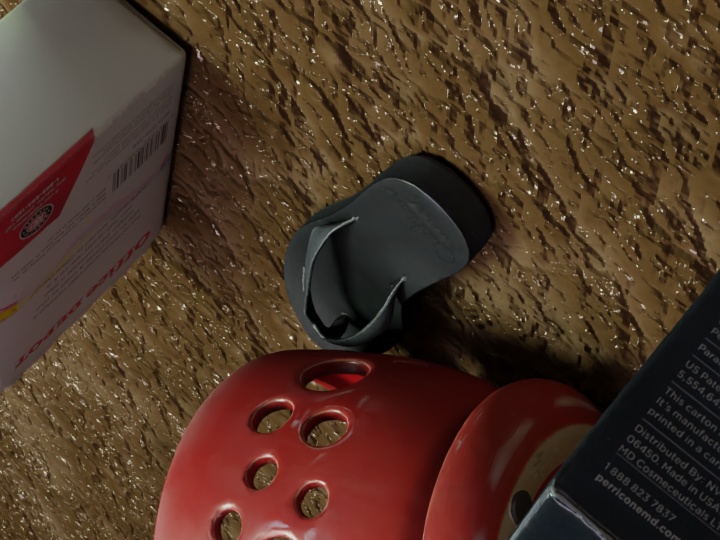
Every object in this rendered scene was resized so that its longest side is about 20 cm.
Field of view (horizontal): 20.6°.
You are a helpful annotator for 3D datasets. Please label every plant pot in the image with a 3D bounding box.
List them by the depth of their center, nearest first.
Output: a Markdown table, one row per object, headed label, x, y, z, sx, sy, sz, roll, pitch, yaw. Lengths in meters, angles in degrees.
| label | x | y | z | sx | sy | sz | roll | pitch | yaw |
| --- | --- | --- | --- | --- | --- | --- | --- | --- | --- |
| plant pot | 0.030 | 0.140 | 0.958 | 0.182 | 0.201 | 0.201 | 1 | 133 | 35 |

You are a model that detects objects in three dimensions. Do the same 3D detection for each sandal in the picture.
| label | x | y | z | sx | sy | sz | roll | pitch | yaw |
| --- | --- | --- | --- | --- | --- | --- | --- | --- | --- |
| sandal | 0.000 | -0.001 | 0.971 | 0.076 | 0.043 | 0.200 | 43 | 154 | 2 |

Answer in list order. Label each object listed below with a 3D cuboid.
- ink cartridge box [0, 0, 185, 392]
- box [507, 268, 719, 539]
| label | x | y | z | sx | sy | sz | roll | pitch | yaw |
| --- | --- | --- | --- | --- | --- | --- | --- | --- | --- |
| ink cartridge box | -0.173 | -0.043 | 1.038 | 0.086 | 0.148 | 0.200 | 39 | 153 | 9 |
| box | 0.142 | 0.061 | 0.675 | 0.107 | 0.200 | 0.149 | 38 | 155 | 9 |
